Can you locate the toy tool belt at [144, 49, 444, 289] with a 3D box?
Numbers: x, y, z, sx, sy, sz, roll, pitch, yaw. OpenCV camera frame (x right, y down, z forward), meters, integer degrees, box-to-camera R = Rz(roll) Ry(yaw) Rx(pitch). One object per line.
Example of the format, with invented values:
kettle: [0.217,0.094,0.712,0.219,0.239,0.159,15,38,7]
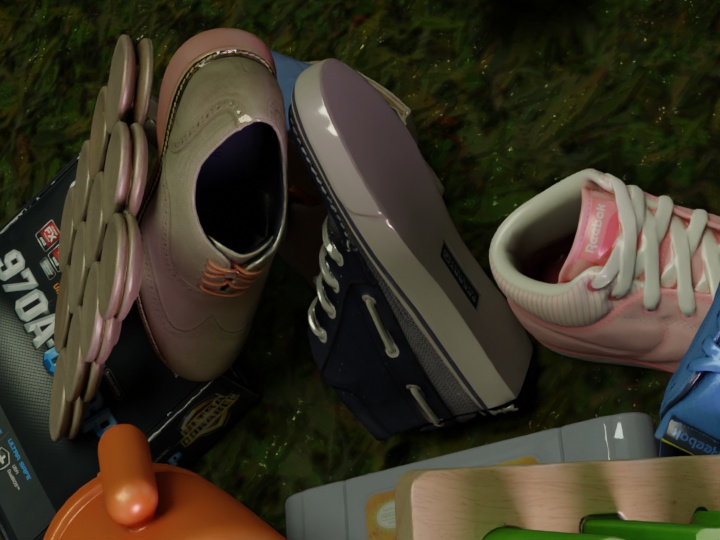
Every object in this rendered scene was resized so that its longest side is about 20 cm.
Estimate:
toy tool belt: [-0.058,-0.075,0.887,0.200,0.123,0.125,30,85,38]

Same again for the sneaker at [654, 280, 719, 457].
sneaker: [0.166,0.036,0.663,0.066,0.078,0.201,33,126,33]

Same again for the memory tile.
memory tile: [-0.135,-0.013,0.835,0.200,0.017,0.154,124,148,-57]

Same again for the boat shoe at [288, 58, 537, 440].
boat shoe: [0.000,0.000,0.783,0.092,0.201,0.075,-22,21,27]

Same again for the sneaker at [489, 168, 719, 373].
sneaker: [0.150,0.004,0.736,0.199,0.105,0.076,2,67,31]

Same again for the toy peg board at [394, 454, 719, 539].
toy peg board: [0.125,0.167,0.574,0.098,0.199,0.201,160,108,-68]

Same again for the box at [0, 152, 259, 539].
box: [-0.168,0.053,0.942,0.159,0.046,0.200,-42,53,7]

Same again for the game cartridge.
game cartridge: [0.054,0.152,0.768,0.199,0.042,0.134,-17,56,24]

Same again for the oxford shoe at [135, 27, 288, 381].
oxford shoe: [-0.073,-0.013,0.782,0.070,0.201,0.074,-6,40,-16]

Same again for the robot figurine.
robot figurine: [-0.089,0.158,0.780,0.117,0.144,0.200,-57,27,-8]
